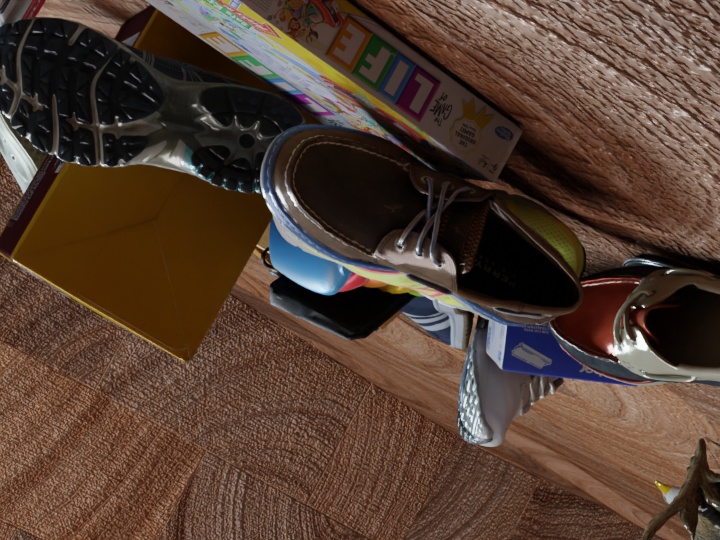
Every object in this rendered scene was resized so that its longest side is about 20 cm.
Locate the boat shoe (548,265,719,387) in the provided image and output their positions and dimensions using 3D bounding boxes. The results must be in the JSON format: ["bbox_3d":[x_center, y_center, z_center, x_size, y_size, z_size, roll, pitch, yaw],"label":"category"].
[{"bbox_3d":[0.183,0.033,0.859,0.199,0.072,0.062,11,175,43],"label":"boat shoe"}]

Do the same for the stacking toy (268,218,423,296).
[{"bbox_3d":[0.047,-0.020,1.041,0.199,0.117,0.109,20,-178,-33],"label":"stacking toy"}]

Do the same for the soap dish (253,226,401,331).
[{"bbox_3d":[-0.028,-0.019,1.377,0.156,0.082,0.200,28,174,13],"label":"soap dish"}]

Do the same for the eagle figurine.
[{"bbox_3d":[0.368,0.266,1.572,0.152,0.150,0.201,-105,-12,-46],"label":"eagle figurine"}]

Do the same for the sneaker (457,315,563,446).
[{"bbox_3d":[0.129,0.077,1.241,0.086,0.075,0.201,15,-146,7],"label":"sneaker"}]

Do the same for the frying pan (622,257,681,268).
[{"bbox_3d":[0.190,0.019,0.976,0.189,0.031,0.115,18,166,48],"label":"frying pan"}]

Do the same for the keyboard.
[{"bbox_3d":[0.000,0.000,1.103,0.103,0.040,0.200,29,-149,17],"label":"keyboard"}]

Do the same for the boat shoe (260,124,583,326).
[{"bbox_3d":[0.041,-0.027,0.820,0.199,0.073,0.072,22,173,-28],"label":"boat shoe"}]

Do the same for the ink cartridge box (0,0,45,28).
[{"bbox_3d":[-0.246,-0.213,0.853,0.143,0.084,0.200,31,175,-6],"label":"ink cartridge box"}]

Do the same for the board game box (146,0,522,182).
[{"bbox_3d":[-0.023,-0.117,0.824,0.199,0.034,0.134,33,173,-24],"label":"board game box"}]

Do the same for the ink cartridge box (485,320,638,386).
[{"bbox_3d":[0.142,0.050,1.085,0.093,0.045,0.200,7,180,2],"label":"ink cartridge box"}]

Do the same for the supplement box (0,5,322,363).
[{"bbox_3d":[-0.145,-0.062,1.049,0.132,0.199,0.200,31,174,-17],"label":"supplement box"}]

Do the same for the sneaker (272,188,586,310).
[{"bbox_3d":[0.046,-0.015,0.909,0.198,0.079,0.090,9,-176,-11],"label":"sneaker"}]

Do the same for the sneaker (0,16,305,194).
[{"bbox_3d":[-0.129,-0.095,0.908,0.198,0.078,0.086,19,-171,-7],"label":"sneaker"}]

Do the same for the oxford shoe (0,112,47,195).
[{"bbox_3d":[-0.230,-0.067,1.158,0.058,0.075,0.202,-5,113,64],"label":"oxford shoe"}]

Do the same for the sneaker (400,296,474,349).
[{"bbox_3d":[0.040,0.015,1.250,0.107,0.071,0.200,6,167,9],"label":"sneaker"}]
